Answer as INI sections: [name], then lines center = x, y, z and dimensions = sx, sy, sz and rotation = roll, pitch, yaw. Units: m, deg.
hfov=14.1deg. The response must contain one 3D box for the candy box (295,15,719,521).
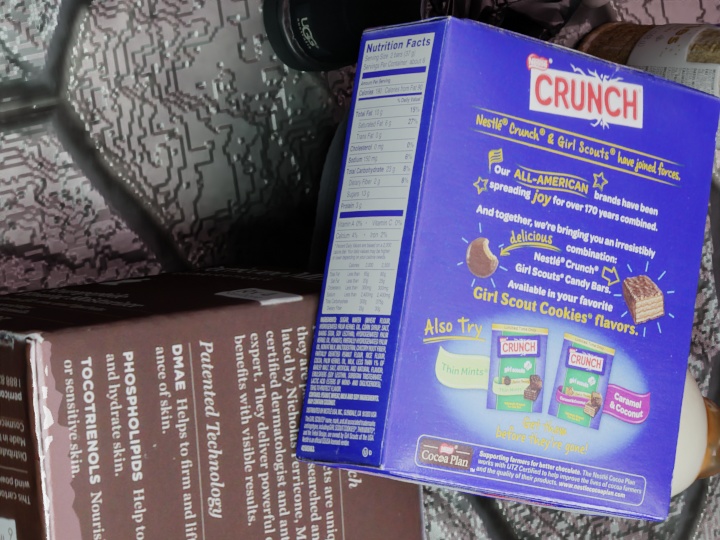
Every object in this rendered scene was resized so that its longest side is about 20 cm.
[candy box]
center = 0.069, 0.002, 1.310
dimensions = 0.169, 0.077, 0.200
rotation = 14, 83, -35

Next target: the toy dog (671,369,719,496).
[toy dog]
center = 0.122, 0.023, 1.477
dimensions = 0.139, 0.194, 0.200
rotation = -11, 91, -42

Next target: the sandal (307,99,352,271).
[sandal]
center = 0.000, 0.000, 1.449
dimensions = 0.076, 0.043, 0.200
rotation = -40, 142, -73

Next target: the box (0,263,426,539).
[box]
center = -0.098, 0.091, 1.342
dimensions = 0.200, 0.166, 0.164
rotation = -8, 97, -34

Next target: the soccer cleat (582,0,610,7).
[soccer cleat]
center = 0.144, -0.232, 1.546
dimensions = 0.078, 0.069, 0.200
rotation = 34, 68, -26

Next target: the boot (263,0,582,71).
[boot]
center = 0.069, -0.153, 1.435
dimensions = 0.200, 0.168, 0.076
rotation = -30, 108, -29

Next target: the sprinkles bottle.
[sprinkles bottle]
center = 0.191, -0.095, 1.502
dimensions = 0.068, 0.200, 0.068
rotation = -3, 96, -34
